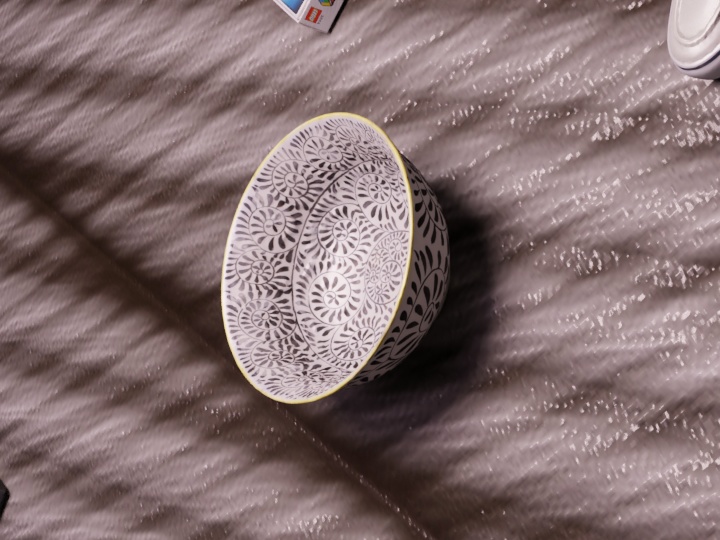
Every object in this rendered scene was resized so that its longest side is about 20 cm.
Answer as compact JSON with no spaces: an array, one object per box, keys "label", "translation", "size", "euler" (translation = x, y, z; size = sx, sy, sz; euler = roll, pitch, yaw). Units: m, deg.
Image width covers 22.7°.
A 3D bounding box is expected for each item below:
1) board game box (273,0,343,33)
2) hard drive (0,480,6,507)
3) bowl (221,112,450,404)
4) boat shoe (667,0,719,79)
[{"label":"board game box","translation":[-0.021,-0.303,1.408],"size":[0.201,0.035,0.126],"euler":[-60,42,17]},{"label":"hard drive","translation":[-0.403,0.257,1.680],"size":[0.139,0.033,0.201],"euler":[37,107,48]},{"label":"bowl","translation":[0.000,0.000,1.247],"size":[0.200,0.094,0.202],"euler":[-19,64,45]},{"label":"boat shoe","translation":[0.217,-0.219,1.070],"size":[0.075,0.086,0.203],"euler":[29,101,49]}]
